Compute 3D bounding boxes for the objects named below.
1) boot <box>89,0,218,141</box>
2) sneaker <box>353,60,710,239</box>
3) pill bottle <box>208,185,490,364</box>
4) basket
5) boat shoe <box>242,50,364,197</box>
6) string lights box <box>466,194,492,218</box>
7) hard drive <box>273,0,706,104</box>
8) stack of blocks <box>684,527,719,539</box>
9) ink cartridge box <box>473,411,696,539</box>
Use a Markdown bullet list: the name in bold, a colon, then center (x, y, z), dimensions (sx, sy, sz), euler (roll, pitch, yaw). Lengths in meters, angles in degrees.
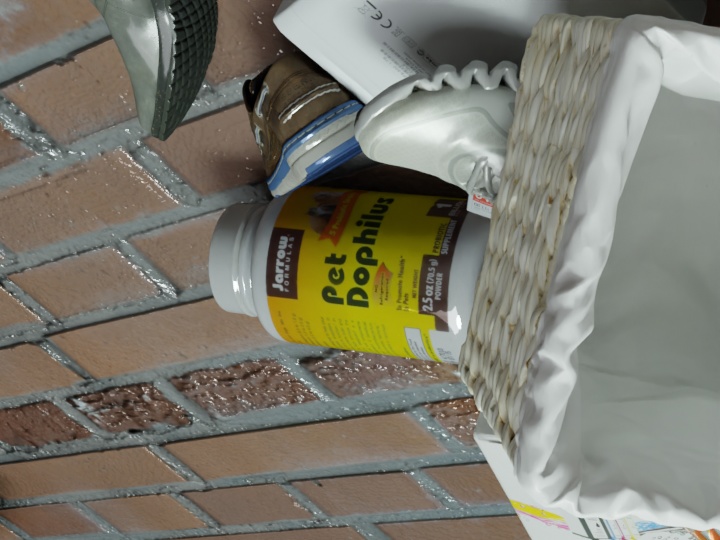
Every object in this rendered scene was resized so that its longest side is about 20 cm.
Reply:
- **boot**: center (-0.157, -0.178, 0.920), dimensions (0.129, 0.068, 0.201), euler (20, 140, 11)
- **sneaker**: center (0.094, -0.054, 0.765), dimensions (0.197, 0.082, 0.075), euler (6, 161, -6)
- **pill bottle**: center (0.000, 0.000, 1.031), dimensions (0.198, 0.110, 0.110), euler (6, 145, 23)
- **basket**: center (0.159, -0.001, 0.670), dimensions (0.198, 0.201, 0.161), euler (10, -171, -14)
- **boat shoe**: center (-0.033, -0.095, 0.924), dimensions (0.073, 0.072, 0.200), euler (60, 170, -2)
- **string lights box**: center (0.124, -0.099, 0.858), dimensions (0.102, 0.059, 0.201), euler (19, 147, 11)
- **hard drive**: center (0.060, -0.133, 0.773), dimensions (0.132, 0.027, 0.199), euler (39, 146, -20)
- **stack of blocks**: center (0.233, 0.054, 0.880), dimensions (0.115, 0.200, 0.059), euler (43, -179, -15)
- **ink cartridge box**: center (0.189, 0.116, 1.053), dimensions (0.143, 0.148, 0.201), euler (1, 142, 29)
